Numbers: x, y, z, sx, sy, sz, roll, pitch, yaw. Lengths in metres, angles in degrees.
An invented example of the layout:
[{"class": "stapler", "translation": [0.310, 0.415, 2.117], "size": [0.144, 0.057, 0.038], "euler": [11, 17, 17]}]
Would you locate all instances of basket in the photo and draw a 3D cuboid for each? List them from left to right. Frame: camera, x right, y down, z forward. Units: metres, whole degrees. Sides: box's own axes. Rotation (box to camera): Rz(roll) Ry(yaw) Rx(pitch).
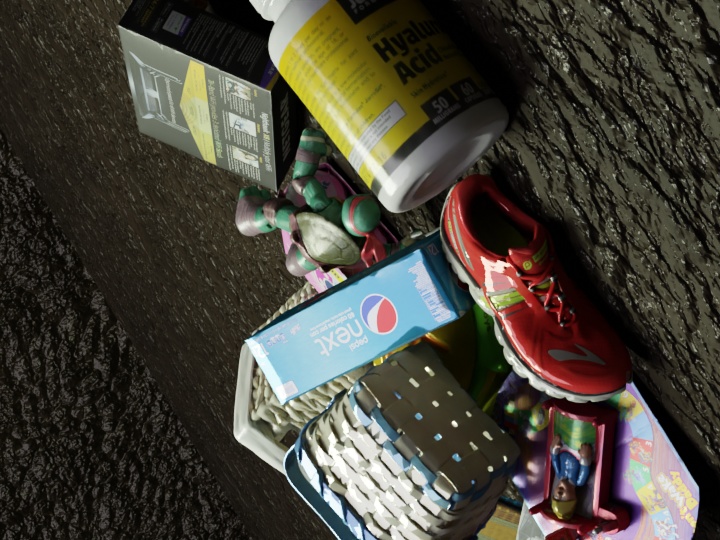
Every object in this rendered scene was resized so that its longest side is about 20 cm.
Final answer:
[{"class": "basket", "translation": [-0.035, 0.111, 1.670], "size": [0.135, 0.124, 0.200], "euler": [36, -162, -16]}, {"class": "basket", "translation": [0.029, 0.171, 1.364], "size": [0.177, 0.139, 0.200], "euler": [48, 131, 13]}]

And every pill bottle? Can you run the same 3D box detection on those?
[{"class": "pill bottle", "translation": [0.004, -0.150, 1.197], "size": [0.201, 0.111, 0.111], "euler": [51, 164, 10]}]

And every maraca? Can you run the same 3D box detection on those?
[{"class": "maraca", "translation": [0.075, 0.052, 1.426], "size": [0.200, 0.106, 0.138], "euler": [-41, 61, 56]}]

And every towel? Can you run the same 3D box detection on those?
[{"class": "towel", "translation": [0.170, 0.253, 1.577], "size": [0.145, 0.022, 0.200], "euler": [19, 160, 4]}]

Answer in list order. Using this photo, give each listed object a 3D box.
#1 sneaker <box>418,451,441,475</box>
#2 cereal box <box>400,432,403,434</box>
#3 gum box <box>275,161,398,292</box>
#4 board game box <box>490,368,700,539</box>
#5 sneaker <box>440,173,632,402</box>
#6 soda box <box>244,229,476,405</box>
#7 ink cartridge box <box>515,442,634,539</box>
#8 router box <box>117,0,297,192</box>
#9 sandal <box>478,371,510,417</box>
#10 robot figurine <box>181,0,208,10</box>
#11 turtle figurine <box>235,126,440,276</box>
[{"class": "sneaker", "translation": [0.065, 0.145, 1.528], "size": [0.200, 0.066, 0.092], "euler": [58, -159, -81]}, {"class": "cereal box", "translation": [0.045, 0.206, 1.865], "size": [0.144, 0.040, 0.200], "euler": [35, 180, -39]}, {"class": "gum box", "translation": [0.000, 0.000, 1.609], "size": [0.200, 0.066, 0.114], "euler": [49, 165, 22]}, {"class": "board game box", "translation": [0.167, 0.156, 1.303], "size": [0.158, 0.039, 0.201], "euler": [-44, 71, 41]}, {"class": "sneaker", "translation": [0.125, 0.012, 1.247], "size": [0.200, 0.077, 0.085], "euler": [49, 159, 20]}, {"class": "soda box", "translation": [0.005, 0.036, 1.368], "size": [0.199, 0.068, 0.065], "euler": [-27, 95, 35]}, {"class": "ink cartridge box", "translation": [0.178, 0.209, 1.371], "size": [0.099, 0.039, 0.202], "euler": [29, 124, 34]}, {"class": "router box", "translation": [-0.139, -0.167, 1.593], "size": [0.156, 0.053, 0.200], "euler": [24, 158, 9]}, {"class": "sandal", "translation": [0.157, 0.165, 1.470], "size": [0.200, 0.079, 0.087], "euler": [49, 168, 27]}, {"class": "robot figurine", "translation": [-0.204, -0.311, 1.593], "size": [0.201, 0.058, 0.145], "euler": [55, 165, 5]}, {"class": "turtle figurine", "translation": [-0.022, -0.048, 1.450], "size": [0.199, 0.101, 0.150], "euler": [-14, 114, 54]}]
